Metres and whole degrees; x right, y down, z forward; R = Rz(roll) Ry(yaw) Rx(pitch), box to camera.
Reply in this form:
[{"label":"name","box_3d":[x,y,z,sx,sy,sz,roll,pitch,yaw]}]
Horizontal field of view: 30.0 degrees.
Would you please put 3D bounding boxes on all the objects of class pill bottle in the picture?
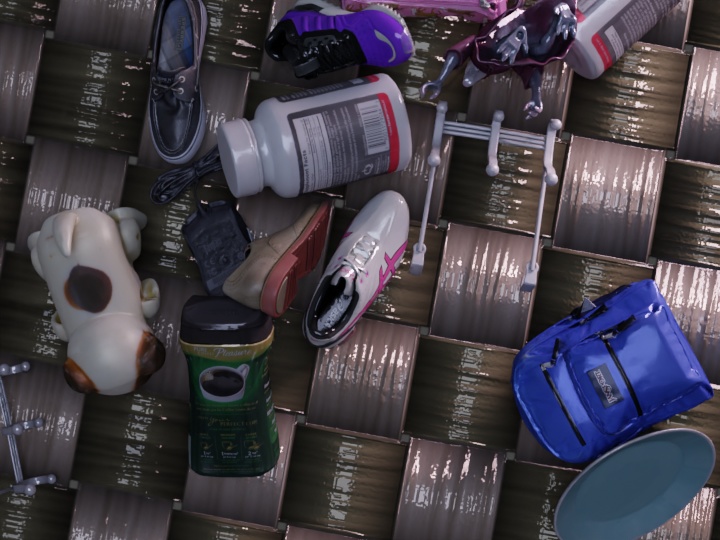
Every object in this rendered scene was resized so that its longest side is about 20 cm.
[{"label":"pill bottle","box_3d":[-0.053,-0.144,1.491,0.198,0.111,0.112,-15,88,-14]},{"label":"pill bottle","box_3d":[0.300,-0.321,1.519,0.200,0.111,0.111,-42,88,-1]}]

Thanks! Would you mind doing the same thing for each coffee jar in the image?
[{"label":"coffee jar","box_3d":[-0.145,0.125,1.495,0.103,0.085,0.202,1,109,5]}]

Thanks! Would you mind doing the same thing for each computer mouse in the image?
[{"label":"computer mouse","box_3d":[-0.140,-0.051,1.552,0.140,0.046,0.201,-34,76,4]}]

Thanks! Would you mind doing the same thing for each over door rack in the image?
[{"label":"over door rack","box_3d":[-0.413,0.183,1.471,0.066,0.200,0.149,-14,87,25]},{"label":"over door rack","box_3d":[0.144,-0.085,1.529,0.146,0.067,0.202,9,88,2]}]

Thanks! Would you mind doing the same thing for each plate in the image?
[{"label":"plate","box_3d":[0.299,0.237,1.486,0.199,0.201,0.026,-28,48,0]}]

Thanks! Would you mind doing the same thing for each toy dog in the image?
[{"label":"toy dog","box_3d":[-0.280,0.037,1.482,0.138,0.194,0.202,-14,81,-12]}]

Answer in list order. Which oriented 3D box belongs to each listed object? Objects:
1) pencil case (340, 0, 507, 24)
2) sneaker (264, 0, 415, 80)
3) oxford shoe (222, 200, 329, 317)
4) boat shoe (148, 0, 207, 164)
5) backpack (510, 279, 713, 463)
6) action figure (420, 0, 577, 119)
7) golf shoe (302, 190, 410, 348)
[{"label":"pencil case","box_3d":[0.070,-0.323,1.534,0.198,0.087,0.084,5,78,3]},{"label":"sneaker","box_3d":[-0.030,-0.245,1.487,0.099,0.199,0.070,-42,128,-27]},{"label":"oxford shoe","box_3d":[-0.088,-0.026,1.488,0.074,0.200,0.071,15,123,13]},{"label":"boat shoe","box_3d":[-0.212,-0.226,1.539,0.069,0.066,0.202,6,86,12]},{"label":"backpack","box_3d":[0.264,0.114,1.481,0.199,0.168,0.163,-28,82,5]},{"label":"action figure","box_3d":[0.149,-0.251,1.477,0.133,0.200,0.150,11,88,-13]},{"label":"golf shoe","box_3d":[0.000,0.000,1.523,0.072,0.092,0.201,27,87,3]}]
